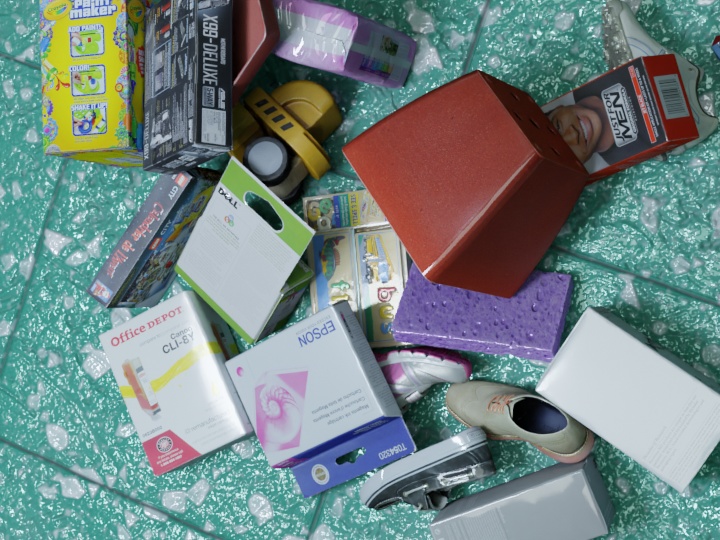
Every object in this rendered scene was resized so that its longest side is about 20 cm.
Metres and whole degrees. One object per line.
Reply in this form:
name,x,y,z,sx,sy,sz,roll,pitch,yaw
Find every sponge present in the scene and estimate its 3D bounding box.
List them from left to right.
sponge,0.146,0.045,1.607,0.199,0.030,0.112,7,58,19

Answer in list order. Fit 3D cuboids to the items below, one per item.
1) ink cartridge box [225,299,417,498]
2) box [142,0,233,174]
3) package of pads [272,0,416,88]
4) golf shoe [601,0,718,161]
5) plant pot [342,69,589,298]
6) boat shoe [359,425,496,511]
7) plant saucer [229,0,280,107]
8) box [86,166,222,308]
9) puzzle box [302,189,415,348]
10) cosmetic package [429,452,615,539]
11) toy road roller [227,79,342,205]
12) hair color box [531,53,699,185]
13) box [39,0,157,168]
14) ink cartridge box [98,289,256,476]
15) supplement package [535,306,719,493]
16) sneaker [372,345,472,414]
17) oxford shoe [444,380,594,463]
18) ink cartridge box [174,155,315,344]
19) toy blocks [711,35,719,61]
ink cartridge box,-0.052,0.164,1.633,0.196,0.043,0.201,-29,83,34
box,-0.203,-0.224,1.565,0.157,0.050,0.201,-15,74,58
package of pads,-0.025,-0.273,1.608,0.120,0.200,0.076,22,100,21
golf shoe,0.347,-0.232,1.564,0.097,0.078,0.201,-21,85,-4
plant pot,0.136,-0.108,1.518,0.176,0.200,0.200,-43,62,21
boat shoe,0.077,0.255,1.606,0.200,0.072,0.071,-35,70,37
plant saucer,-0.155,-0.289,1.574,0.200,0.037,0.201,-46,48,46
box,-0.252,-0.043,1.710,0.038,0.137,0.200,37,100,15
puzzle box,0.000,0.000,1.685,0.132,0.025,0.201,-7,87,17
cosmetic package,0.191,0.290,1.574,0.199,0.107,0.091,-20,89,18
toy road roller,-0.114,-0.189,1.681,0.146,0.123,0.200,-45,75,-4
hair color box,0.279,-0.163,1.526,0.200,0.061,0.102,-25,79,52
box,-0.302,-0.236,1.697,0.121,0.200,0.194,-3,89,18
ink cartridge box,-0.228,0.142,1.726,0.145,0.083,0.201,-26,81,17
supplement package,0.318,0.142,1.531,0.200,0.117,0.118,35,100,15
sneaker,0.045,0.141,1.644,0.199,0.081,0.089,-6,89,27
oxford shoe,0.178,0.161,1.577,0.199,0.074,0.071,14,67,35
ink cartridge box,-0.126,-0.032,1.659,0.148,0.076,0.200,43,127,14
toy blocks,0.492,-0.246,1.503,0.200,0.100,0.137,-36,68,15
